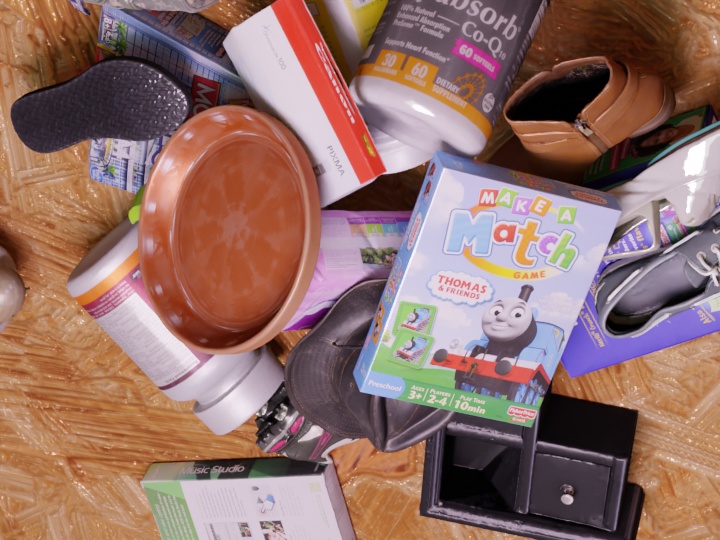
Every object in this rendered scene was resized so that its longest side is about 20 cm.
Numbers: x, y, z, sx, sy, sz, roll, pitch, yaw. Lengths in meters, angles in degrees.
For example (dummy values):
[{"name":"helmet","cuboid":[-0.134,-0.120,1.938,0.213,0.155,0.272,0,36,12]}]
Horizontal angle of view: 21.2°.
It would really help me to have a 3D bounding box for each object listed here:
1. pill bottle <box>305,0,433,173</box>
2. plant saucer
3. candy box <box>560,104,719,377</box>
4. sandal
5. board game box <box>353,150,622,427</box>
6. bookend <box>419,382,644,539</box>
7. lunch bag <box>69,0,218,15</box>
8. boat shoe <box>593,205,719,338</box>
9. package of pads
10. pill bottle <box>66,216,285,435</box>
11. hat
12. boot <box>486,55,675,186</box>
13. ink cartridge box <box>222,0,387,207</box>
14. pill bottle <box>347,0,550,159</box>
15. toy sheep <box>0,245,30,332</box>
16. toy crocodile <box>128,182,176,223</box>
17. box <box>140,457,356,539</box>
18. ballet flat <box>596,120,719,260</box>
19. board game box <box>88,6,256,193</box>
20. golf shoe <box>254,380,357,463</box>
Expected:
[{"name":"pill bottle","cuboid":[0.006,-0.183,1.563,0.109,0.109,0.201,-11,116,23]},{"name":"plant saucer","cuboid":[-0.104,-0.032,1.553,0.200,0.032,0.201,-4,84,41]},{"name":"candy box","cuboid":[0.232,-0.022,1.609,0.199,0.077,0.170,-20,112,25]},{"name":"sandal","cuboid":[-0.218,-0.145,1.632,0.199,0.045,0.075,-7,113,39]},{"name":"board game box","cuboid":[0.097,0.017,1.496,0.151,0.037,0.201,12,114,-16]},{"name":"bookend","cuboid":[0.164,0.136,1.720,0.199,0.092,0.200,11,123,10]},{"name":"lunch bag","cuboid":[-0.184,-0.309,1.538,0.167,0.139,0.201,10,124,31]},{"name":"boat shoe","cuboid":[0.274,0.001,1.526,0.199,0.062,0.073,-25,110,27]},{"name":"package of pads","cuboid":[0.000,0.000,1.624,0.199,0.076,0.120,-2,157,-32]},{"name":"pill bottle","cuboid":[-0.166,0.049,1.762,0.109,0.110,0.200,-34,106,31]},{"name":"hat","cuboid":[0.037,0.097,1.593,0.200,0.081,0.201,-8,137,-8]},{"name":"boot","cuboid":[0.144,-0.100,1.490,0.199,0.155,0.077,-27,77,23]},{"name":"ink cartridge box","cuboid":[-0.045,-0.131,1.507,0.047,0.200,0.161,-27,92,-8]},{"name":"pill bottle","cuboid":[0.078,-0.195,1.473,0.116,0.116,0.201,24,81,2]},{"name":"toy sheep","cuboid":[-0.398,0.009,1.804,0.199,0.138,0.138,12,125,28]},{"name":"toy crocodile","cuboid":[-0.115,-0.016,1.684,0.062,0.068,0.200,-27,135,35]},{"name":"box","cuboid":[-0.107,0.255,1.917,0.199,0.036,0.145,-5,119,19]},{"name":"ballet flat","cuboid":[0.234,-0.053,1.501,0.200,0.070,0.070,-28,109,32]},{"name":"board game box","cuboid":[-0.133,-0.129,1.671,0.199,0.062,0.201,18,124,8]},{"name":"golf shoe","cuboid":[-0.016,0.107,1.785,0.088,0.077,0.200,27,130,-24]}]
